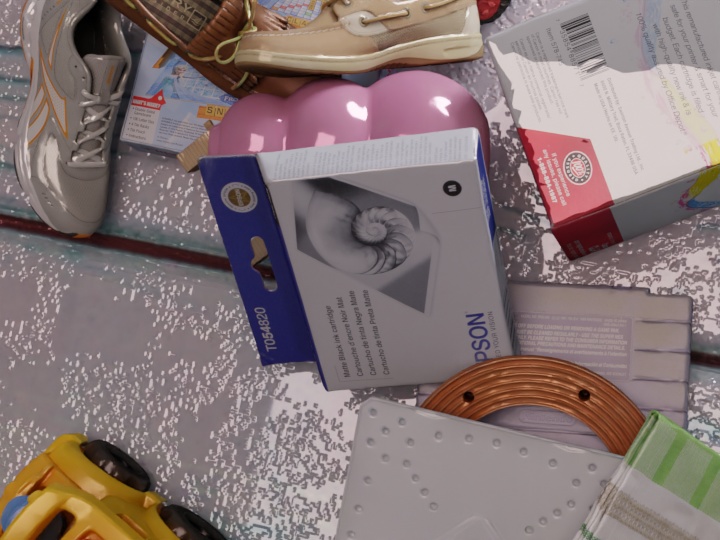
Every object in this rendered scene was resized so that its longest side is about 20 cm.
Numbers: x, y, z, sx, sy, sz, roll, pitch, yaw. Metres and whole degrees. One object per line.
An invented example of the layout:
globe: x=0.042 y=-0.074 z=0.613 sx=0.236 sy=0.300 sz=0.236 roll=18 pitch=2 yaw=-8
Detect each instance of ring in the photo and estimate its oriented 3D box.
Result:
ring: x=0.122 y=0.157 z=1.193 sx=0.198 sy=0.019 sz=0.203 roll=3 pitch=103 yaw=11

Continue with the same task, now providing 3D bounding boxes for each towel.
towel: x=0.194 y=0.211 z=1.151 sx=0.201 sy=0.149 sz=0.031 roll=-59 pitch=31 yaw=-3

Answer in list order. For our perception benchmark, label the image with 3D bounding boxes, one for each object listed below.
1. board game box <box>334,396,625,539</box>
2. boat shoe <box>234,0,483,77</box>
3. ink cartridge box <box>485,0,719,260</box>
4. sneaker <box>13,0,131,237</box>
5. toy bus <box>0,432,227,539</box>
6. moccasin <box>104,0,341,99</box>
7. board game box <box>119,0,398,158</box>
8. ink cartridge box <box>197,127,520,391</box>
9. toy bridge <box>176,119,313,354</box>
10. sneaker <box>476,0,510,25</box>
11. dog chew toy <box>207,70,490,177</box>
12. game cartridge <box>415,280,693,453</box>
board game box: x=0.080 y=0.205 z=1.184 sx=0.197 sy=0.026 sz=0.203 roll=12 pitch=100 yaw=10
boat shoe: x=-0.002 y=-0.175 z=1.203 sx=0.198 sy=0.071 sz=0.065 roll=-9 pitch=99 yaw=-31
ink cartridge box: x=0.210 y=-0.117 z=1.177 sx=0.198 sy=0.145 sz=0.147 roll=-20 pitch=77 yaw=9
sneaker: x=-0.215 y=-0.128 z=1.290 sx=0.091 sy=0.075 sz=0.203 roll=-6 pitch=88 yaw=47
toy bus: x=-0.200 y=0.213 z=1.198 sx=0.199 sy=0.192 sz=0.136 roll=38 pitch=92 yaw=17
moccasin: x=-0.103 y=-0.184 z=1.240 sx=0.201 sy=0.078 sz=0.074 roll=37 pitch=84 yaw=-1
board game box: x=-0.069 y=-0.175 z=1.304 sx=0.198 sy=0.041 sz=0.202 roll=13 pitch=85 yaw=14
ink cartridge box: x=0.000 y=0.000 z=1.163 sx=0.197 sy=0.201 sz=0.041 roll=-5 pitch=39 yaw=13
toy bridge: x=-0.059 y=-0.030 z=1.259 sx=0.067 sy=0.027 sz=0.201 roll=-35 pitch=88 yaw=16
sneaker: x=0.072 y=-0.288 z=1.272 sx=0.078 sy=0.096 sz=0.202 roll=-16 pitch=104 yaw=10
dog chew toy: x=-0.010 y=-0.083 z=1.195 sx=0.197 sy=0.125 sz=0.126 roll=3 pitch=82 yaw=-4
game cartridge: x=0.140 y=0.074 z=1.223 sx=0.197 sy=0.038 sz=0.131 roll=3 pitch=78 yaw=14
